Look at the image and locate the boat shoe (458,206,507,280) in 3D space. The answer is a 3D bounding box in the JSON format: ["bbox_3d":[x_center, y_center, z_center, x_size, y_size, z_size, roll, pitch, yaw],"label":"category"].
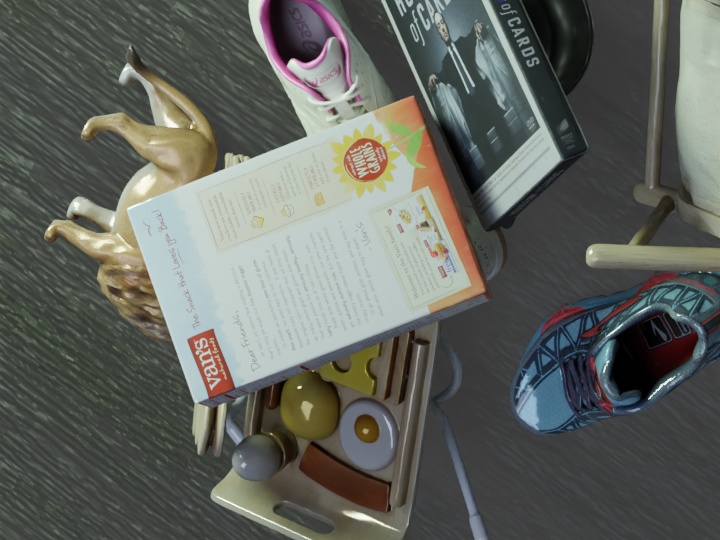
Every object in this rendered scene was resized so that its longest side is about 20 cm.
[{"bbox_3d":[0.000,0.000,1.756,0.199,0.069,0.071,-11,109,34],"label":"boat shoe"}]

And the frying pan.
[{"bbox_3d":[0.082,-0.126,1.677,0.115,0.031,0.191,33,122,14],"label":"frying pan"}]

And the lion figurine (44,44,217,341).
[{"bbox_3d":[-0.144,-0.049,1.815,0.122,0.072,0.201,26,119,8],"label":"lion figurine"}]

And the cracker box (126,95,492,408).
[{"bbox_3d":[-0.032,-0.010,1.632,0.199,0.058,0.135,-20,82,4],"label":"cracker box"}]

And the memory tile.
[{"bbox_3d":[-0.093,0.021,1.746,0.017,0.153,0.201,7,91,-6],"label":"memory tile"}]

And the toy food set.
[{"bbox_3d":[-0.029,0.086,1.722,0.143,0.060,0.201,21,116,29],"label":"toy food set"}]

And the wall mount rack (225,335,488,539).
[{"bbox_3d":[0.003,0.132,1.817,0.200,0.075,0.174,-33,103,38],"label":"wall mount rack"}]

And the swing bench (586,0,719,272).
[{"bbox_3d":[0.247,-0.098,1.537,0.199,0.130,0.200,10,117,19],"label":"swing bench"}]

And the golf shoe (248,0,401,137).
[{"bbox_3d":[-0.013,-0.109,1.687,0.075,0.092,0.201,-34,93,7],"label":"golf shoe"}]

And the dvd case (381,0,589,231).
[{"bbox_3d":[0.068,-0.138,1.601,0.201,0.025,0.150,66,160,9],"label":"dvd case"}]

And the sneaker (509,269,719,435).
[{"bbox_3d":[0.163,0.056,1.674,0.200,0.095,0.079,-34,93,36],"label":"sneaker"}]
